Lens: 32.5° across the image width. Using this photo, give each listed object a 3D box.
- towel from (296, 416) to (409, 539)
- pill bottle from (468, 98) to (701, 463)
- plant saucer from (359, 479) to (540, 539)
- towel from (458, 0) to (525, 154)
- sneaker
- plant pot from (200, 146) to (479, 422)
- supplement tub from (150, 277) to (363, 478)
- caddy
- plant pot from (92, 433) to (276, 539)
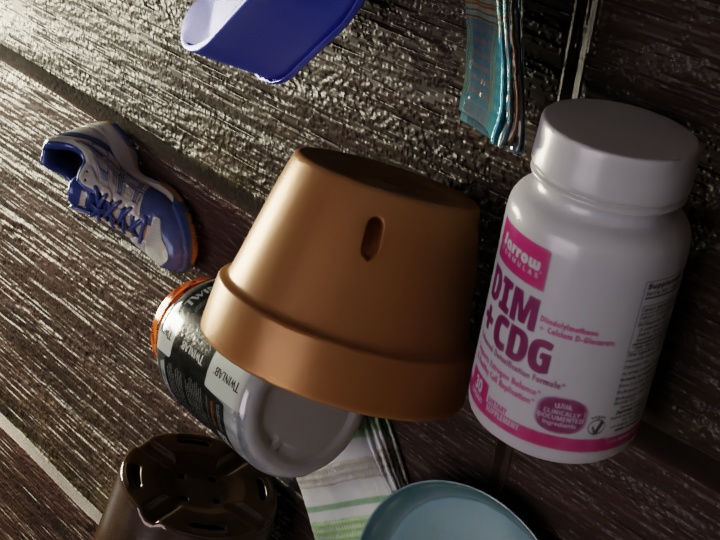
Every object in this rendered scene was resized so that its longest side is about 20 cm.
[{"bbox_3d":[-0.007,0.205,1.059,0.149,0.030,0.202,-23,85,50],"label":"towel"},{"bbox_3d":[0.137,0.006,0.757,0.113,0.113,0.202,32,125,38],"label":"pill bottle"},{"bbox_3d":[0.080,0.258,0.951,0.198,0.027,0.203,6,100,37],"label":"plant saucer"},{"bbox_3d":[0.079,-0.183,0.769,0.147,0.021,0.203,-107,14,-75],"label":"towel"},{"bbox_3d":[-0.237,-0.063,1.191,0.200,0.088,0.076,45,131,28],"label":"sneaker"},{"bbox_3d":[0.000,0.000,0.873,0.199,0.199,0.142,28,105,41],"label":"plant pot"},{"bbox_3d":[-0.093,0.080,1.032,0.199,0.121,0.124,27,122,52],"label":"supplement tub"},{"bbox_3d":[-0.054,-0.227,0.913,0.199,0.104,0.143,-32,55,50],"label":"caddy"},{"bbox_3d":[-0.173,0.277,1.166,0.200,0.199,0.200,39,121,34],"label":"plant pot"}]
